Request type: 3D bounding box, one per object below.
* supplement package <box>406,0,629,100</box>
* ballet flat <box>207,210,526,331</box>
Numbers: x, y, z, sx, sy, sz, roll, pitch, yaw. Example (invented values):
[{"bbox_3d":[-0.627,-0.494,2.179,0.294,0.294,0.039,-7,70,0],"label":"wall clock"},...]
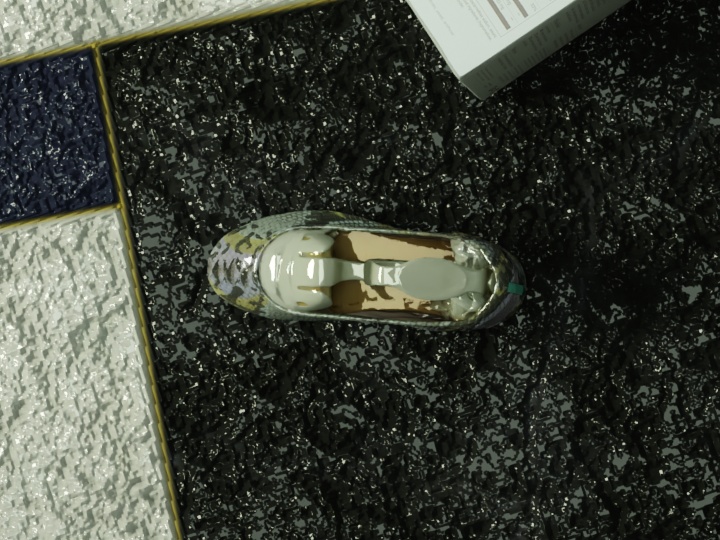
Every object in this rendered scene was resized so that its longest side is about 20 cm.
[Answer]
[{"bbox_3d":[0.106,-0.220,1.234,0.200,0.152,0.151,-34,86,7],"label":"supplement package"},{"bbox_3d":[0.000,0.000,1.293,0.200,0.072,0.072,4,91,8],"label":"ballet flat"}]
